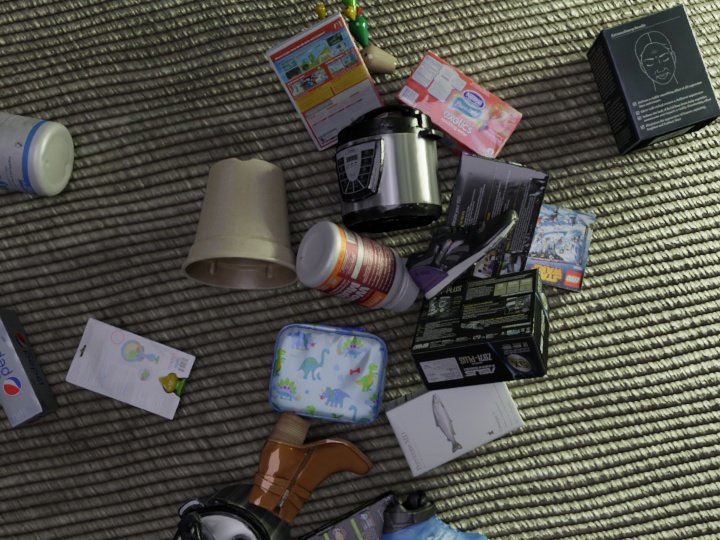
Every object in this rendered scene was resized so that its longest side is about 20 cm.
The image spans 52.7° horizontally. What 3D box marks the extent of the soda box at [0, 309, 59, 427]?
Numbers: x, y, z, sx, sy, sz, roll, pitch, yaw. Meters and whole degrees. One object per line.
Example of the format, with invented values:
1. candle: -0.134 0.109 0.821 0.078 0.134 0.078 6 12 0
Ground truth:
1. soda box: -0.613 0.171 1.285 0.063 0.068 0.202 -28 85 -1

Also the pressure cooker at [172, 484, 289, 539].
1. pressure cooker: -0.213 0.449 1.171 0.173 0.200 0.182 11 90 6

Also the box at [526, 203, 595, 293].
1. box: 0.297 -0.049 1.270 0.197 0.040 0.139 13 86 4

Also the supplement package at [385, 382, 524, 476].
1. supplement package: 0.153 0.241 1.215 0.198 0.117 0.118 -26 86 1

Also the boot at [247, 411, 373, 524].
1. boot: -0.081 0.343 1.198 0.199 0.076 0.157 33 66 -27

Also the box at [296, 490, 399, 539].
1. box: 0.015 0.510 1.236 0.191 0.048 0.202 -28 85 2

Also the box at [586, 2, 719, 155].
1. box: 0.499 -0.324 1.251 0.146 0.107 0.203 -17 85 2

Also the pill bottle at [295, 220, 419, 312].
1. pill bottle: 0.000 0.000 1.204 0.198 0.109 0.111 21 85 -35

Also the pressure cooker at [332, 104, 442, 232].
1. pressure cooker: 0.043 -0.174 1.224 0.173 0.179 0.203 -4 85 -8

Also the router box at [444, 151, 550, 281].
1. router box: 0.217 -0.082 1.210 0.147 0.051 0.203 13 103 4

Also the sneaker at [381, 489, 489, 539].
1. sneaker: 0.127 0.421 1.202 0.197 0.077 0.113 3 80 -20

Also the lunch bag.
1. lunch bag: -0.052 0.173 1.249 0.197 0.082 0.163 7 86 4

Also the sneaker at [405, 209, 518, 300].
1. sneaker: 0.157 -0.045 1.164 0.199 0.076 0.088 -40 88 16

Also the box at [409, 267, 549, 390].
1. box: 0.195 0.095 1.165 0.197 0.165 0.087 -12 123 24

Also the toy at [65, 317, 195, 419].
1. toy: -0.401 0.173 1.285 0.197 0.047 0.117 20 83 1

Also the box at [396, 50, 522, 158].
1. box: 0.168 -0.275 1.269 0.199 0.095 0.103 35 88 5

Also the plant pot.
1. plant pot: -0.197 -0.081 1.239 0.197 0.201 0.186 0 73 3

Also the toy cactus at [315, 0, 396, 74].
1. toy cactus: -0.019 -0.386 1.303 0.163 0.102 0.203 15 83 -15

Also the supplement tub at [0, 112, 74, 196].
1. supplement tub: -0.627 -0.211 1.288 0.197 0.132 0.134 9 86 4

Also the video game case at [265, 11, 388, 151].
1. video game case: -0.054 -0.320 1.253 0.141 0.018 0.201 -25 125 8
